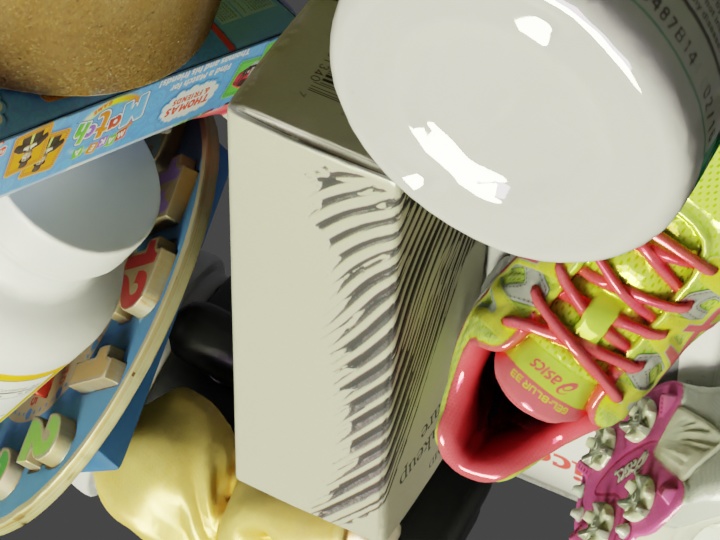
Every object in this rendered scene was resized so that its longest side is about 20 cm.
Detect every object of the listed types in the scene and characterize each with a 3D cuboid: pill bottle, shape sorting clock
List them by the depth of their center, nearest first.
[{"bbox_3d":[0.082,-0.107,0.762,0.112,0.200,0.114,21,142,18],"label":"pill bottle"},{"bbox_3d":[-0.158,0.008,0.975,0.104,0.104,0.200,42,133,-11],"label":"pill bottle"},{"bbox_3d":[-0.119,0.013,1.054,0.039,0.201,0.199,30,148,-28],"label":"shape sorting clock"}]

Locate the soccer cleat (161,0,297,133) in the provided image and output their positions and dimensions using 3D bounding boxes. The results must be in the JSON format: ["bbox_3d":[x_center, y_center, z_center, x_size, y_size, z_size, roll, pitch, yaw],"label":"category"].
[{"bbox_3d":[-0.115,-0.105,1.025,0.199,0.067,0.077,11,149,35],"label":"soccer cleat"}]

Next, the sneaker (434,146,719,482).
[{"bbox_3d":[0.084,0.010,0.846,0.078,0.090,0.200,35,140,2],"label":"sneaker"}]

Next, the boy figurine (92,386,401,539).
[{"bbox_3d":[-0.014,0.118,1.018,0.199,0.065,0.125,29,152,14],"label":"boy figurine"}]

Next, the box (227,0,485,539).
[{"bbox_3d":[0.000,0.000,0.907,0.068,0.082,0.201,23,143,18],"label":"box"}]

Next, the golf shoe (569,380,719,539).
[{"bbox_3d":[0.160,0.065,0.891,0.091,0.076,0.200,28,149,-23],"label":"golf shoe"}]

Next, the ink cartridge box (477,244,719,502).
[{"bbox_3d":[0.083,-0.007,0.971,0.145,0.085,0.201,22,143,17],"label":"ink cartridge box"}]

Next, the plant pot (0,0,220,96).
[{"bbox_3d":[-0.096,-0.193,0.842,0.186,0.187,0.201,32,128,2],"label":"plant pot"}]

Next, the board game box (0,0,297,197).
[{"bbox_3d":[-0.134,-0.100,0.906,0.151,0.200,0.037,44,127,16],"label":"board game box"}]

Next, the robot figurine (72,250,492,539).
[{"bbox_3d":[-0.043,0.071,1.122,0.199,0.125,0.151,29,119,7],"label":"robot figurine"}]
